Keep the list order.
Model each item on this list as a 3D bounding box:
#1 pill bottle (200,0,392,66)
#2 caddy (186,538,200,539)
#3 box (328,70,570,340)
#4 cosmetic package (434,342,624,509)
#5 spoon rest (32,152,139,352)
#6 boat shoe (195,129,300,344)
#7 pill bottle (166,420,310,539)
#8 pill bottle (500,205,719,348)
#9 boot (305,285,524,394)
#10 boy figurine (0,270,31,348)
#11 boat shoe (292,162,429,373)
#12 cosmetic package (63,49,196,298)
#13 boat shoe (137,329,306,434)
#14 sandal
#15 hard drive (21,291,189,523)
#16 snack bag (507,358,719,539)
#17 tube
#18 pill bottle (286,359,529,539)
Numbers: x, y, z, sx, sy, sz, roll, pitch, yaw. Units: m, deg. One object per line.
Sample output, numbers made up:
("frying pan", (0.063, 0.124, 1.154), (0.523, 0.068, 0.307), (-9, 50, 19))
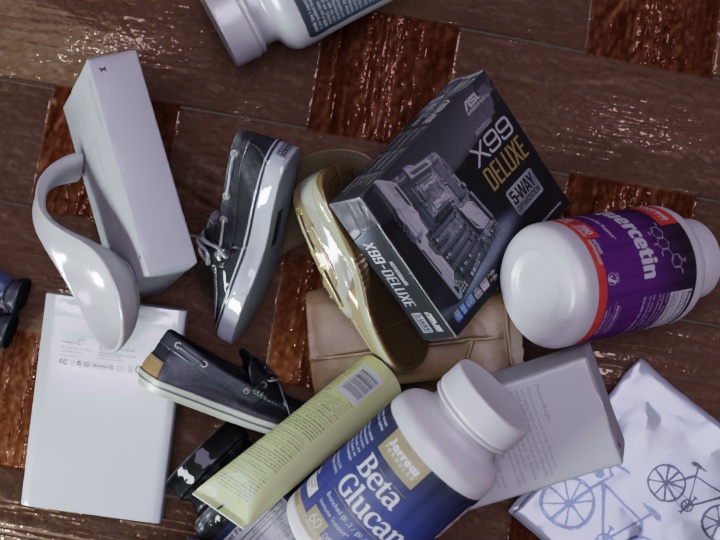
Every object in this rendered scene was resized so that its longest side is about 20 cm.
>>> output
("pill bottle", (-0.049, -0.278, 1.445), (0.200, 0.120, 0.120), (-29, 85, -3))
("caddy", (-0.146, 0.317, 1.356), (0.105, 0.200, 0.141), (-32, 88, 13))
("box", (0.085, -0.060, 1.393), (0.200, 0.050, 0.158), (-46, 111, -32))
("cosmetic package", (0.123, 0.145, 1.367), (0.200, 0.071, 0.101), (-19, 95, 13))
("spoon rest", (-0.251, -0.015, 1.392), (0.061, 0.099, 0.200), (-11, 58, -26))
("boat shoe", (-0.112, -0.030, 1.392), (0.068, 0.074, 0.199), (20, 119, 10))
("pill bottle", (-0.077, 0.234, 1.400), (0.112, 0.112, 0.200), (-44, 86, -4))
("pill bottle", (0.231, 0.002, 1.392), (0.200, 0.112, 0.112), (-10, 83, -36))
("boot", (0.054, 0.098, 1.443), (0.200, 0.066, 0.175), (-4, 82, 2))
("boy figurine", (-0.412, 0.003, 1.445), (0.200, 0.064, 0.124), (21, 87, -2))
("boat shoe", (0.000, 0.000, 1.393), (0.074, 0.066, 0.200), (-28, 100, -38))
("cosmetic package", (-0.213, -0.082, 1.408), (0.052, 0.151, 0.200), (-15, 85, -19))
("boat shoe", (-0.103, 0.107, 1.408), (0.200, 0.075, 0.062), (22, 92, -20))
("sandal", (-0.068, -0.054, 1.454), (0.212, 0.070, 0.078), (-39, 100, 18))
("hard drive", (-0.238, 0.127, 1.436), (0.132, 0.026, 0.200), (8, 94, 1))
("snack bag", (0.271, 0.208, 1.450), (0.189, 0.021, 0.200), (38, 86, 2))
("tube", (-0.051, 0.151, 1.354), (0.200, 0.058, 0.052), (-37, 86, -26))
("pill bottle", (0.042, 0.170, 1.293), (0.200, 0.111, 0.111), (-45, 86, 14))
